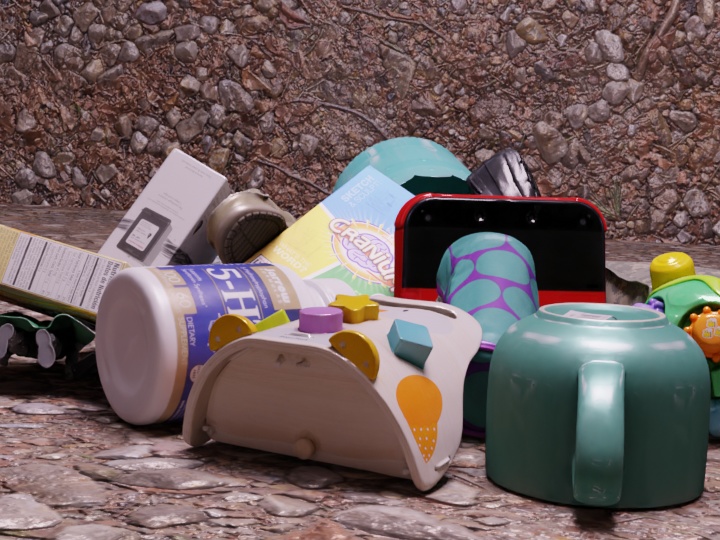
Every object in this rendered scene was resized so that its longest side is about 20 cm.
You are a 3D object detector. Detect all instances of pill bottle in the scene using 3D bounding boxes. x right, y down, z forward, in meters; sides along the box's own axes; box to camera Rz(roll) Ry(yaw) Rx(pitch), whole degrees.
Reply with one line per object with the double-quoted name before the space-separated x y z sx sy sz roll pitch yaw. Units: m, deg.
"pill bottle" -0.099 0.055 1.110 0.198 0.122 0.119 -3 8 -37

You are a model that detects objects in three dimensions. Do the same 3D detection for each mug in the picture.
"mug" 0.167 0.086 0.929 0.150 0.116 0.185 0 6 -24

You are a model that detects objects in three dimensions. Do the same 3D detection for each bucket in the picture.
"bucket" 0.061 -0.041 1.556 0.204 0.210 0.135 1 26 -15

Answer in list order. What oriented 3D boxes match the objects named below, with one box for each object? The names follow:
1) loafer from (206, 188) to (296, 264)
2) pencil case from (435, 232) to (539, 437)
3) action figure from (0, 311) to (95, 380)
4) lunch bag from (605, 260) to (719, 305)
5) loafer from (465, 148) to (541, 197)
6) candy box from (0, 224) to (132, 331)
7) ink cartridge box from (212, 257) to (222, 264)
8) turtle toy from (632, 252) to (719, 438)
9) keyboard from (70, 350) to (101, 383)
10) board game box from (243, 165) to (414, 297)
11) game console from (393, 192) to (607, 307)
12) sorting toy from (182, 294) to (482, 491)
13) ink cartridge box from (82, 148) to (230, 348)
"loafer" -0.109 -0.041 1.335 0.068 0.076 0.200 41 2 13
"pencil case" 0.100 0.049 1.131 0.091 0.086 0.201 -23 22 17
"action figure" -0.284 0.064 1.233 0.116 0.056 0.200 11 -5 -4
"lunch bag" 0.300 0.051 1.310 0.161 0.119 0.200 4 10 -11
"loafer" 0.154 -0.026 1.348 0.070 0.202 0.068 -27 -36 16
"candy box" -0.280 0.006 1.229 0.197 0.056 0.115 15 -12 16
"ink cartridge box" -0.138 0.032 1.487 0.197 0.084 0.147 3 6 8
"turtle toy" 0.256 0.068 1.130 0.101 0.148 0.199 -29 23 -36
"keyboard" -0.159 0.068 1.215 0.198 0.021 0.127 -11 -9 -34
"board game box" 0.000 0.000 1.315 0.152 0.041 0.200 34 53 21
"game console" 0.128 0.020 1.257 0.197 0.180 0.031 1 -2 -7
"sorting toy" -0.003 0.061 0.999 0.198 0.108 0.180 6 20 30
"ink cartridge box" -0.204 -0.003 1.359 0.066 0.201 0.116 29 -18 12
